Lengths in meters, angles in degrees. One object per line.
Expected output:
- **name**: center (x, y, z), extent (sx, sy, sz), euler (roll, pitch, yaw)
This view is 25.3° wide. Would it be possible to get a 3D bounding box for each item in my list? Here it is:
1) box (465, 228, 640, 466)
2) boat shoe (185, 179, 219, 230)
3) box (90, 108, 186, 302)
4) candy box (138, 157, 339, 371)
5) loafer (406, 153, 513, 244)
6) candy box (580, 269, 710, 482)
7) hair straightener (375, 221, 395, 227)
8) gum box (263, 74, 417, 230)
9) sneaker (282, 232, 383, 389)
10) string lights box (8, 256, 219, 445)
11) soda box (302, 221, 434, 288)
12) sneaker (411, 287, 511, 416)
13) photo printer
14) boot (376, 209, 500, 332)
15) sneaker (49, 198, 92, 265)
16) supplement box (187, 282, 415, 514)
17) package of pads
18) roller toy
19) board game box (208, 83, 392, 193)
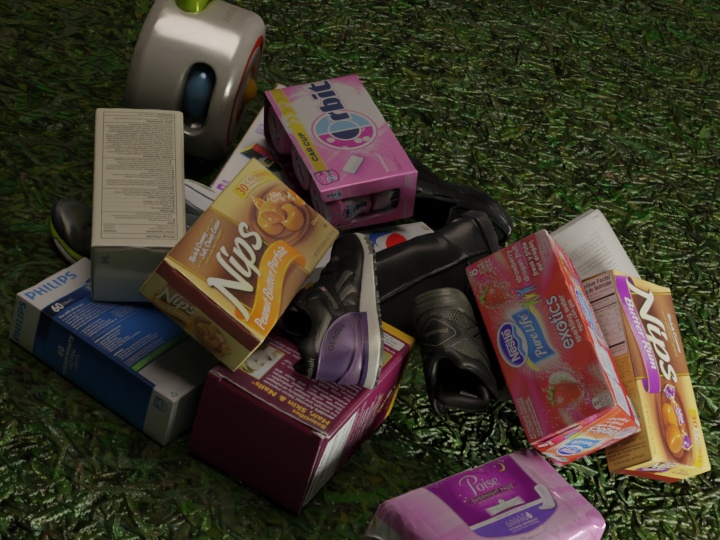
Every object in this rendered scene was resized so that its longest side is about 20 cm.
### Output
- **box**: center (0.187, 0.076, 1.567), extent (0.100, 0.095, 0.201), euler (40, 28, -59)
- **boat shoe**: center (-0.189, -0.061, 1.765), extent (0.199, 0.074, 0.067), euler (26, 19, -5)
- **box**: center (-0.221, -0.067, 1.595), extent (0.094, 0.078, 0.201), euler (2, 46, -8)
- **candy box**: center (-0.109, -0.009, 1.505), extent (0.115, 0.055, 0.200), euler (40, 39, -4)
- **loafer**: center (0.095, -0.070, 1.876), extent (0.200, 0.068, 0.071), euler (25, 51, -29)
- **candy box**: center (0.285, 0.108, 1.633), extent (0.116, 0.056, 0.201), euler (16, 60, -47)
- **hair straightener**: center (-0.051, -0.090, 1.880), extent (0.199, 0.041, 0.077), euler (19, 34, 1)
- **gum box**: center (-0.023, -0.127, 1.783), extent (0.113, 0.066, 0.200), euler (-12, 45, -18)
- **sneaker**: center (-0.030, 0.028, 1.516), extent (0.087, 0.076, 0.201), euler (4, 35, -8)
- **string lights box**: center (-0.230, 0.074, 1.552), extent (0.199, 0.059, 0.103), euler (32, 36, 20)
- **soda box**: center (0.000, 0.000, 1.748), extent (0.199, 0.069, 0.064), euler (-9, 34, -34)
- **sneaker**: center (0.110, 0.109, 1.599), extent (0.076, 0.200, 0.115), euler (-14, 58, 17)
- **photo printer**: center (0.254, 0.046, 1.742), extent (0.166, 0.069, 0.201), euler (-29, 88, -51)
- **boot**: center (0.073, 0.045, 1.709), extent (0.199, 0.066, 0.166), euler (-25, 93, -30)
- **sneaker**: center (-0.241, -0.027, 1.669), extent (0.199, 0.081, 0.074), euler (32, 36, 20)
- **supplement box**: center (-0.052, 0.117, 1.532), extent (0.130, 0.104, 0.200), euler (29, 34, 15)
- **package of pads**: center (0.112, 0.240, 1.459), extent (0.199, 0.076, 0.120), euler (-15, 46, -39)
- **roller toy**: center (-0.189, -0.228, 1.889), extent (0.139, 0.200, 0.184), euler (18, 69, 1)
- **board game box**: center (-0.070, -0.118, 1.858), extent (0.152, 0.040, 0.201), euler (21, 50, 10)
